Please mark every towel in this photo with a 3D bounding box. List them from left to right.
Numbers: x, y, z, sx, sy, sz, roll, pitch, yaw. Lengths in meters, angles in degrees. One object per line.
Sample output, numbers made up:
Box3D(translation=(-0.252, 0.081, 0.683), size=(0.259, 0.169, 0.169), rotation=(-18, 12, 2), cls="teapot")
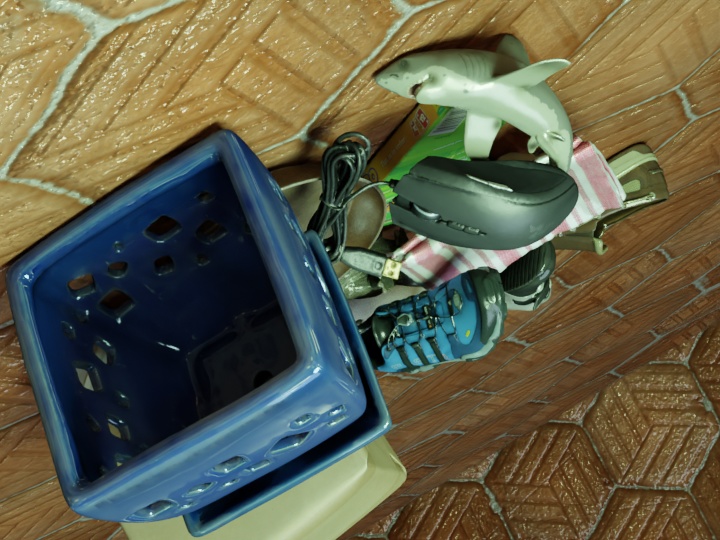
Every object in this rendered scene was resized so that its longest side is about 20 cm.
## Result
Box3D(translation=(0.130, -0.039, 1.333), size=(0.199, 0.030, 0.146), rotation=(-32, 157, 11), cls="towel")

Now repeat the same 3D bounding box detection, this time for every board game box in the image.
Box3D(translation=(0.053, -0.092, 1.237), size=(0.095, 0.030, 0.200), rotation=(-15, 157, -37), cls="board game box")

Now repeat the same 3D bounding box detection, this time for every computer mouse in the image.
Box3D(translation=(0.057, -0.028, 1.133), size=(0.197, 0.046, 0.141), rotation=(8, 140, -14), cls="computer mouse")

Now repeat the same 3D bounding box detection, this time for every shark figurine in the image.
Box3D(translation=(0.118, -0.123, 1.123), size=(0.127, 0.090, 0.214), rotation=(-22, 140, 25), cls="shark figurine")

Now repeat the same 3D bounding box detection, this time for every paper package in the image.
Box3D(translation=(-0.097, 0.143, 1.192), size=(0.199, 0.191, 0.103), rotation=(-39, 158, 8), cls="paper package")

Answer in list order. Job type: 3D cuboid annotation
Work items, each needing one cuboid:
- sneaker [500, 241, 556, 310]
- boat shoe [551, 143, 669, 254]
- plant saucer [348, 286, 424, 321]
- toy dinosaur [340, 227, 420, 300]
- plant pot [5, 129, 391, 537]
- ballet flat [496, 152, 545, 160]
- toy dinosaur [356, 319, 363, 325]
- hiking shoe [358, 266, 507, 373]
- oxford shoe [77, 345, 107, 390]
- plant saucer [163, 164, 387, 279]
Box3D(translation=(0.165, 0.001, 1.549), size=(0.088, 0.075, 0.200), rotation=(16, 169, -17), cls="sneaker")
Box3D(translation=(0.230, -0.048, 1.597), size=(0.201, 0.075, 0.075), rotation=(-34, 164, 21), cls="boat shoe")
Box3D(translation=(0.000, 0.056, 1.606), size=(0.199, 0.037, 0.201), rotation=(-27, 164, -8), cls="plant saucer")
Box3D(translation=(0.000, 0.000, 1.392), size=(0.101, 0.078, 0.199), rotation=(-19, -177, 35), cls="toy dinosaur")
Box3D(translation=(-0.099, 0.058, 1.048), size=(0.199, 0.202, 0.180), rotation=(-30, 149, 12), cls="plant pot")
Box3D(translation=(0.147, -0.076, 1.413), size=(0.199, 0.068, 0.073), rotation=(1, 129, -54), cls="ballet flat")
Box3D(translation=(-0.051, 0.106, 1.529), size=(0.088, 0.048, 0.200), rotation=(-36, 166, -22), cls="toy dinosaur")
Box3D(translation=(0.056, 0.054, 1.349), size=(0.086, 0.075, 0.200), rotation=(-4, 162, -30), cls="hiking shoe")
Box3D(translation=(-0.237, 0.082, 1.241), size=(0.057, 0.076, 0.200), rotation=(21, 160, -10), cls="oxford shoe")
Box3D(translation=(-0.073, -0.020, 1.189), size=(0.198, 0.035, 0.201), rotation=(-26, 156, -12), cls="plant saucer")
